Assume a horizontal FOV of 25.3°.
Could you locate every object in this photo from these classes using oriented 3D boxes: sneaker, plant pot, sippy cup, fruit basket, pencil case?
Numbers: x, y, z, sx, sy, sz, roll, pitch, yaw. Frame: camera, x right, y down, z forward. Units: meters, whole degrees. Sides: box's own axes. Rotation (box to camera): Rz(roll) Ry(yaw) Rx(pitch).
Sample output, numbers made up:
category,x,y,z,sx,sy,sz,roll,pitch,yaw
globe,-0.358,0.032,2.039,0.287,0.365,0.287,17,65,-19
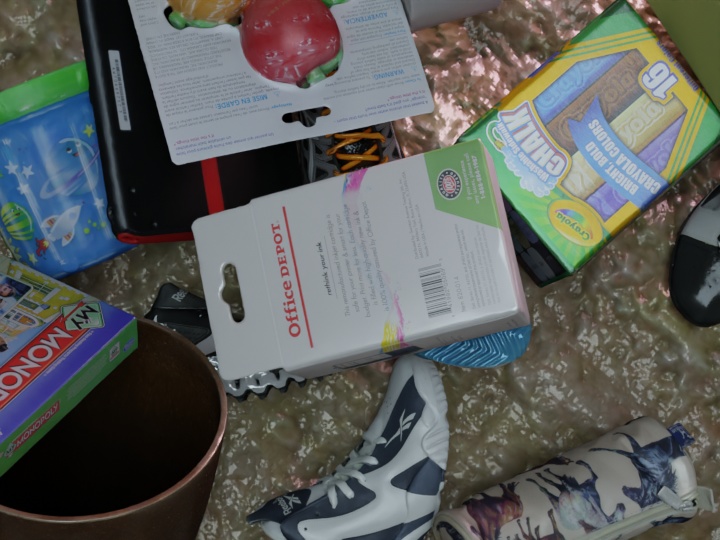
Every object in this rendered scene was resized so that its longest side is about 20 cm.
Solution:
category,x,y,z,sx,sy,sz,roll,pitch,yaw
sneaker,-0.111,0.051,1.137,0.198,0.066,0.092,-8,88,-2
sneaker,-0.013,0.152,1.128,0.128,0.079,0.201,7,95,-12
plant pot,-0.182,0.163,1.054,0.185,0.188,0.201,3,128,-3
sippy cup,-0.210,-0.066,1.115,0.176,0.140,0.131,-19,97,18
fruit basket,-0.063,-0.178,1.068,0.183,0.094,0.202,-14,82,-17
pencil case,0.144,0.169,1.105,0.199,0.089,0.079,-21,110,-25
sneaker,0.028,0.019,1.114,0.198,0.081,0.077,17,85,21
sneaker,-0.012,-0.113,1.152,0.078,0.077,0.202,-17,88,-6
sneaker,0.296,-0.048,1.162,0.074,0.089,0.201,35,86,-2

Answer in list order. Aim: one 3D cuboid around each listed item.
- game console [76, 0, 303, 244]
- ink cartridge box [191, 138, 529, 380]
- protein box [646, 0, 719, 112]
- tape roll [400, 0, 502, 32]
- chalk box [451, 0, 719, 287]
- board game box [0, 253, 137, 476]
category,x,y,z,sx,sy,sz,roll,pitch,yaw
game console,-0.118,-0.121,1.116,0.176,0.031,0.202,-6,84,-45
ink cartridge box,0.000,0.000,1.045,0.198,0.067,0.118,-14,79,10
protein box,0.326,-0.199,1.092,0.199,0.135,0.200,-18,69,-31
tape roll,0.038,-0.270,1.106,0.070,0.202,0.204,-16,87,-5
chalk box,0.138,-0.073,1.134,0.200,0.124,0.124,-40,89,-7
board game box,-0.248,0.067,0.982,0.134,0.029,0.200,22,42,20
